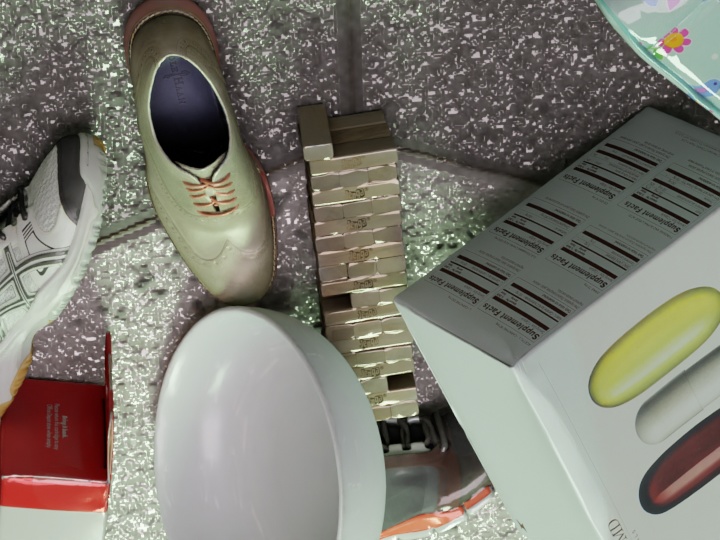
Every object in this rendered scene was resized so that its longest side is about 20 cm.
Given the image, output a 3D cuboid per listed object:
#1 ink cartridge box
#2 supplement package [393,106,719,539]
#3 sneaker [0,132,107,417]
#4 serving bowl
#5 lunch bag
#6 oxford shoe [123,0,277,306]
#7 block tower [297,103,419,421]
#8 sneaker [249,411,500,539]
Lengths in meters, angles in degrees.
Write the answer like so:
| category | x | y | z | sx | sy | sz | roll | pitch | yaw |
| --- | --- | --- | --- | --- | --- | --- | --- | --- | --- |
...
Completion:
| category | x | y | z | sx | sy | sz | roll | pitch | yaw |
| --- | --- | --- | --- | --- | --- | --- | --- | --- | --- |
| ink cartridge box | -0.189 | 0.146 | 1.821 | 0.067 | 0.116 | 0.201 | 4 | 117 | -8 |
| supplement package | 0.166 | 0.050 | 1.760 | 0.200 | 0.147 | 0.192 | -36 | 118 | -13 |
| sneaker | -0.216 | 0.000 | 1.763 | 0.087 | 0.076 | 0.201 | 22 | 113 | -18 |
| serving bowl | -0.044 | 0.119 | 1.797 | 0.066 | 0.200 | 0.201 | -6 | 123 | -36 |
| lunch bag | 0.200 | -0.156 | 1.686 | 0.200 | 0.161 | 0.077 | 35 | 114 | -28 |
| oxford shoe | -0.094 | -0.056 | 1.748 | 0.070 | 0.074 | 0.201 | -18 | 118 | 3 |
| block tower | 0.000 | 0.000 | 1.801 | 0.057 | 0.054 | 0.201 | -9 | 119 | -3 |
| sneaker | 0.019 | 0.120 | 1.858 | 0.199 | 0.077 | 0.082 | -31 | 111 | 9 |
